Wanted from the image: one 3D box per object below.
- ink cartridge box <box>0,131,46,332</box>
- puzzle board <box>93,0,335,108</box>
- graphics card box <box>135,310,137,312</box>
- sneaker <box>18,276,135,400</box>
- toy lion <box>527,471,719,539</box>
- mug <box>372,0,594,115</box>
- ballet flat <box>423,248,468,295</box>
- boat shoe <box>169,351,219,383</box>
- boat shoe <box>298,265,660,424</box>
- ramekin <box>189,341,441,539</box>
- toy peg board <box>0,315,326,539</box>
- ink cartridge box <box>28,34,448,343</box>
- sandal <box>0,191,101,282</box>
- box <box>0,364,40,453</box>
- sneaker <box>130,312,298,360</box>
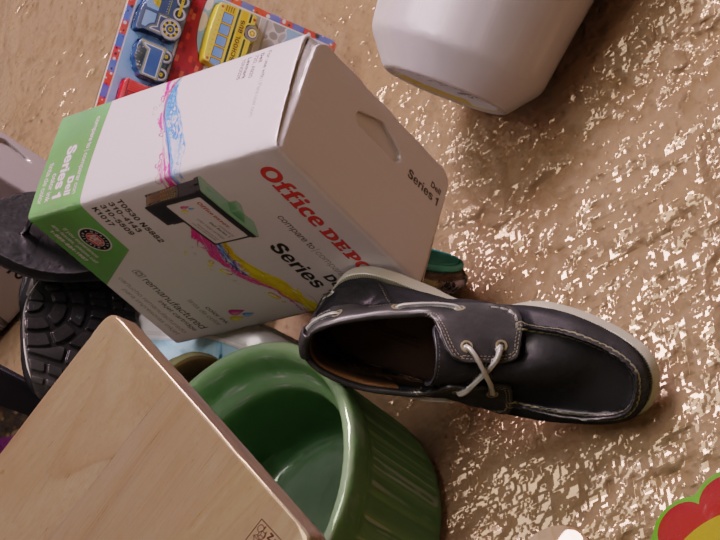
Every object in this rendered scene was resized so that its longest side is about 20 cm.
[{"bbox_3d":[-0.331,-0.013,1.604,0.200,0.146,0.086,-46,38,14],"label":"ink cartridge box"},{"bbox_3d":[-0.105,-0.091,1.387,0.017,0.150,0.200,-20,53,64],"label":"puzzle board"},{"bbox_3d":[-0.130,-0.056,1.496,0.200,0.051,0.126,-50,39,11],"label":"graphics card box"},{"bbox_3d":[-0.200,0.023,1.432,0.088,0.076,0.200,126,156,-44],"label":"sneaker"},{"bbox_3d":[0.165,0.193,1.002,0.191,0.069,0.200,-11,57,34],"label":"toy lion"},{"bbox_3d":[0.085,-0.179,1.309,0.149,0.187,0.153,20,88,19],"label":"mug"},{"bbox_3d":[0.000,0.000,1.316,0.200,0.072,0.072,29,87,52],"label":"ballet flat"},{"bbox_3d":[-0.152,0.129,1.316,0.201,0.073,0.063,-59,32,13],"label":"boat shoe"},{"bbox_3d":[0.063,0.052,1.145,0.200,0.068,0.072,13,113,20],"label":"boat shoe"},{"bbox_3d":[-0.047,0.152,1.221,0.200,0.098,0.200,-27,47,33],"label":"ramekin"},{"bbox_3d":[-0.117,0.168,1.150,0.200,0.098,0.199,-52,54,8],"label":"toy peg board"},{"bbox_3d":[-0.071,-0.043,1.234,0.200,0.145,0.084,-14,48,36],"label":"ink cartridge box"},{"bbox_3d":[-0.158,-0.029,1.393,0.075,0.200,0.048,-99,21,-45],"label":"sandal"},{"bbox_3d":[-0.286,0.104,1.428,0.122,0.200,0.106,17,78,51],"label":"box"},{"bbox_3d":[-0.106,0.074,1.369,0.200,0.074,0.082,-5,66,56],"label":"sneaker"}]
